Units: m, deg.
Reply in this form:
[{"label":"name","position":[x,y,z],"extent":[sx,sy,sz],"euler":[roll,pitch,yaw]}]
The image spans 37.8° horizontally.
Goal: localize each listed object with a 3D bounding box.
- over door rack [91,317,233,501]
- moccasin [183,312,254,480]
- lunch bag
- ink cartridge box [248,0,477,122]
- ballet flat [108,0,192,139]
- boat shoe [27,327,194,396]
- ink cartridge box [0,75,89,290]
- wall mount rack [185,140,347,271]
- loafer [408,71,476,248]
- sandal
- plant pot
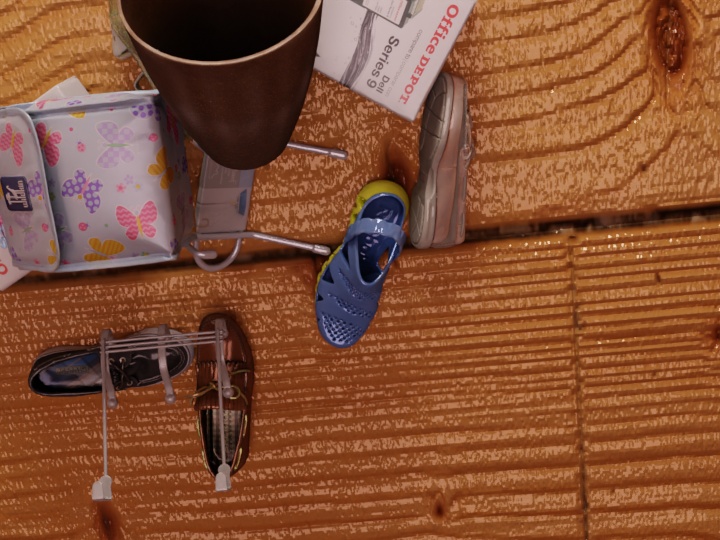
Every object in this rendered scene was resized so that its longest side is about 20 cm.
[{"label":"over door rack","position":[-0.216,0.157,1.161],"extent":[0.146,0.067,0.202],"euler":[-6,63,2]},{"label":"moccasin","position":[-0.167,0.151,1.245],"extent":[0.073,0.078,0.204],"euler":[6,106,3]},{"label":"lunch bag","position":[-0.280,-0.089,1.063],"extent":[0.197,0.127,0.172],"euler":[-3,104,7]},{"label":"ink cartridge box","position":[0.004,-0.270,1.103],"extent":[0.198,0.084,0.147],"euler":[27,107,-7]},{"label":"ballet flat","position":[-0.227,-0.229,1.136],"extent":[0.070,0.071,0.201],"euler":[-29,105,10]},{"label":"boat shoe","position":[-0.297,0.115,1.243],"extent":[0.197,0.066,0.071],"euler":[-4,108,3]},{"label":"ink cartridge box","position":[-0.358,-0.095,1.168],"extent":[0.199,0.084,0.147],"euler":[-34,105,9]},{"label":"wall mount rack","position":[-0.111,-0.082,1.175],"extent":[0.172,0.074,0.202],"euler":[-5,117,-38]},{"label":"loafer","position":[0.098,-0.120,1.166],"extent":[0.062,0.072,0.202],"euler":[1,115,-17]},{"label":"sandal","position":[0.000,0.000,1.189],"extent":[0.079,0.087,0.202],"euler":[14,110,-11]},{"label":"plant pot","position":[-0.121,-0.195,1.015],"extent":[0.184,0.189,0.201],"euler":[-1,146,2]}]
